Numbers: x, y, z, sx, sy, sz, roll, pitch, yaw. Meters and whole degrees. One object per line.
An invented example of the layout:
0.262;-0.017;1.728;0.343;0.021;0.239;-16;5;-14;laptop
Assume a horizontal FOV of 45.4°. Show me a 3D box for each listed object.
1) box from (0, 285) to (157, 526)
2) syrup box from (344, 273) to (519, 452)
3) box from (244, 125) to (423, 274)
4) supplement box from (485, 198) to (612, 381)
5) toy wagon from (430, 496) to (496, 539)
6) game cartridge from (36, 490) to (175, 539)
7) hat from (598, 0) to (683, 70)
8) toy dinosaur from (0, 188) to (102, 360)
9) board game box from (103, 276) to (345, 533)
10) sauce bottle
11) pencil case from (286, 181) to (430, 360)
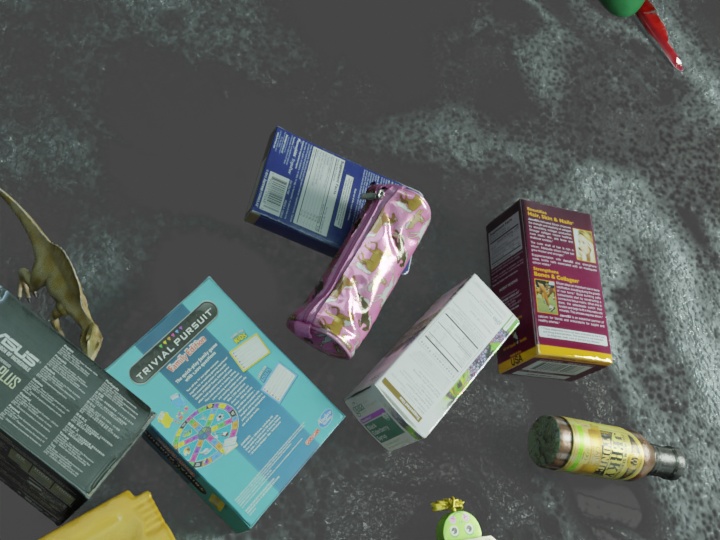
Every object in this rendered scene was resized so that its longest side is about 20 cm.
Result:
-0.287;0.106;0.710;0.200;0.164;0.086;40;57;-5;box
0.081;0.100;0.952;0.081;0.079;0.200;47;56;-2;syrup box
-0.026;-0.075;1.003;0.199;0.032;0.122;22;60;-16;box
0.228;0.025;1.057;0.110;0.086;0.201;9;65;-23;supplement box
0.112;0.335;0.887;0.154;0.040;0.201;1;68;-27;toy wagon
-0.218;0.311;0.733;0.176;0.032;0.201;-26;82;-34;game cartridge
0.414;-0.425;1.398;0.165;0.177;0.200;-21;41;-31;hat
-0.283;0.001;0.795;0.058;0.101;0.201;-28;83;-33;toy dinosaur
-0.136;0.129;0.847;0.200;0.047;0.151;46;56;-2;board game box
0.297;0.215;1.022;0.199;0.065;0.065;12;63;-22;sauce bottle
0.000;0.000;0.928;0.086;0.083;0.201;34;73;-15;pencil case
